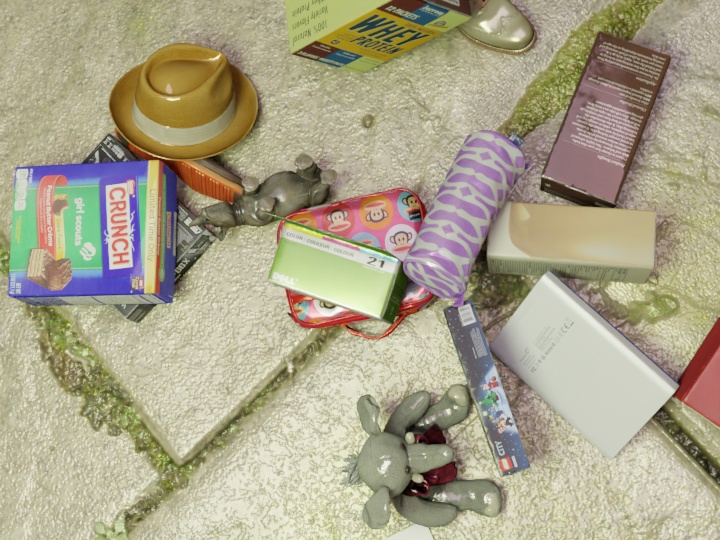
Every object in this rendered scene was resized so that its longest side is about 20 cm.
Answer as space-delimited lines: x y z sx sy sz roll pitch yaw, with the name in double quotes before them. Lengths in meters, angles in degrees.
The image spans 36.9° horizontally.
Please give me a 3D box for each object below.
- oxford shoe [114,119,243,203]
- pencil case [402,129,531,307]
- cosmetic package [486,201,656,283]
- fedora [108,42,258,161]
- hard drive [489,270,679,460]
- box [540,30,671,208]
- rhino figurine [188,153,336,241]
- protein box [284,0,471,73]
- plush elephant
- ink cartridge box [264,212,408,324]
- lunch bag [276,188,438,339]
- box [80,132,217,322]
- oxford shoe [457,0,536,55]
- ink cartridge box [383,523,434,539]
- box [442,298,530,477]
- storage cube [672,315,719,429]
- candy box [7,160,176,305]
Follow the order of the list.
"oxford shoe" -0.225 -0.161 1.429 0.199 0.071 0.073 33 67 2
"pencil case" 0.123 -0.066 1.247 0.085 0.084 0.202 36 72 -21
"cosmetic package" 0.254 -0.034 1.314 0.197 0.105 0.072 4 79 8
"fedora" -0.226 -0.234 1.394 0.197 0.082 0.203 6 54 -8
"hard drive" 0.263 0.114 1.292 0.200 0.025 0.133 43 125 13
"box" 0.305 -0.182 1.348 0.099 0.075 0.202 22 83 11
"rhino figurine" -0.126 -0.088 1.379 0.197 0.088 0.061 -21 80 -6
"protein box" 0.013 -0.386 1.353 0.197 0.134 0.203 -17 75 41
"plush elephant" 0.057 0.224 1.272 0.197 0.155 0.167 -11 79 6
"ink cartridge box" -0.032 -0.001 1.225 0.146 0.200 0.077 18 88 11
"lunch bag" 0.000 0.000 1.363 0.197 0.082 0.179 -12 82 8
"box" -0.314 -0.056 1.433 0.200 0.050 0.158 42 89 13
"oxford shoe" 0.142 -0.351 1.400 0.199 0.074 0.071 36 87 13
"ink cartridge box" 0.071 0.414 1.282 0.116 0.067 0.202 -28 77 3
"box" 0.150 0.143 1.282 0.037 0.137 0.203 -19 78 3
"storage cube" 0.472 0.118 1.210 0.170 0.200 0.181 34 93 12
"candy box" -0.338 -0.045 1.370 0.197 0.077 0.172 -2 80 9
